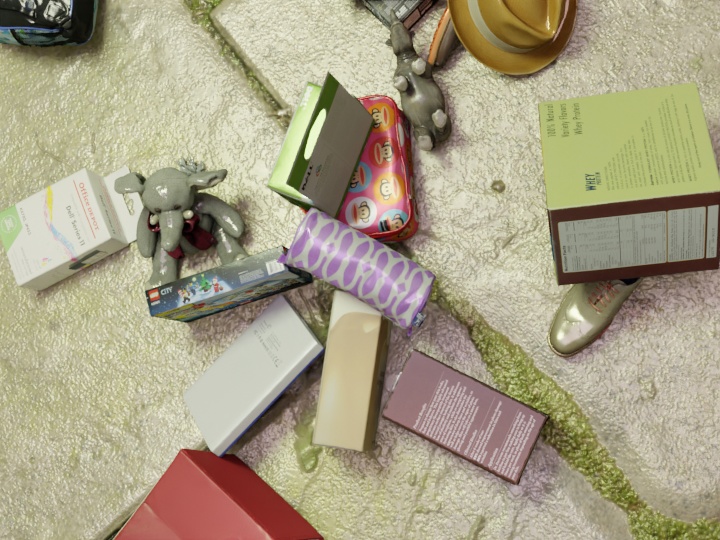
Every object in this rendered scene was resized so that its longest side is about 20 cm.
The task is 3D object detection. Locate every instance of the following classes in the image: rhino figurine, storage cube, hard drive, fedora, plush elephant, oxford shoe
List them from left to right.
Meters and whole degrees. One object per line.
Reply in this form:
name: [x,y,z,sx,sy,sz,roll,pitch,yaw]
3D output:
plush elephant: [-0.250,-0.076,1.483,0.162,0.155,0.203,-8,81,10]
storage cube: [-0.185,0.357,1.396,0.179,0.200,0.172,38,92,20]
hard drive: [-0.148,0.139,1.465,0.200,0.025,0.132,-46,40,3]
rhino figurine: [0.073,-0.259,1.465,0.059,0.087,0.203,-20,89,10]
oxford shoe: [0.159,-0.360,1.483,0.072,0.071,0.202,31,100,-5]
fedora: [0.212,-0.359,1.424,0.197,0.082,0.204,-3,102,-13]
oxford shoe: [0.311,0.026,1.394,0.071,0.074,0.201,38,91,14]

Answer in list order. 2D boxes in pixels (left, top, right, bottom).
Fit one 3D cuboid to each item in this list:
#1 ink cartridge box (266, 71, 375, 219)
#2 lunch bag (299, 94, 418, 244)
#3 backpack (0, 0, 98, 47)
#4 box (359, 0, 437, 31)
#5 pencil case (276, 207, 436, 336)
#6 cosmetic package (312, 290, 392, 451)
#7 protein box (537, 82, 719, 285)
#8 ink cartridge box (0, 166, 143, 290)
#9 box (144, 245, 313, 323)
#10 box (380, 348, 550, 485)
ink cartridge box: [-0.063,-0.163,1.356,0.075,0.200,0.150,20,87,18]
lunch bag: [-0.014,-0.131,1.485,0.173,0.082,0.203,-10,79,14]
backpack: [-0.485,-0.417,1.583,0.197,0.147,0.186,3,84,8]
box: [0.069,-0.455,1.522,0.200,0.050,0.158,-45,76,3]
pencil case: [0.000,0.000,1.356,0.198,0.084,0.086,31,124,2]
cosmetic package: [-0.007,0.134,1.432,0.070,0.105,0.203,7,85,11]
protein box: [0.328,-0.107,1.335,0.197,0.136,0.200,-6,46,11]
ink cartridge box: [-0.416,-0.067,1.562,0.198,0.067,0.118,-26,78,7]
box: [-0.175,0.021,1.465,0.197,0.137,0.038,-18,81,9]
box: [0.137,0.191,1.411,0.198,0.075,0.101,26,89,12]
